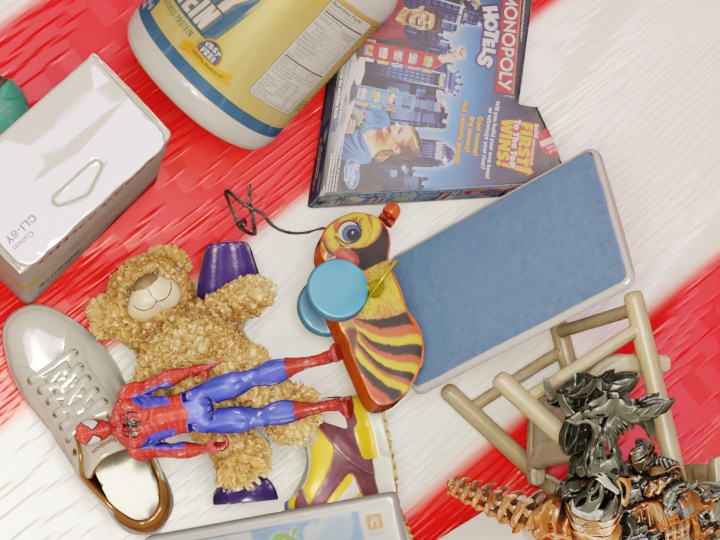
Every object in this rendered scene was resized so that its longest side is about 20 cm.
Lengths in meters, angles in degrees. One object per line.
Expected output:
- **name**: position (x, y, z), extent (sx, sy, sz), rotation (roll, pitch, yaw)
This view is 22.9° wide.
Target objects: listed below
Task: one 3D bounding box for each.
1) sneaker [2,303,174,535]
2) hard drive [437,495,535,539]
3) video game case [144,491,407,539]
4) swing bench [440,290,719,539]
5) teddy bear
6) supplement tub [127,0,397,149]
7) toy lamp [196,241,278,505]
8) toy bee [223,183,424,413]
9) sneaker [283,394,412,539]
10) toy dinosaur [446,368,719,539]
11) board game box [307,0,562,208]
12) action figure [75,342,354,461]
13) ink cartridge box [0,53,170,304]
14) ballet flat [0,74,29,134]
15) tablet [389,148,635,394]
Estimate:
- **sneaker**: position (-0.200, 0.108, 1.339), extent (0.073, 0.085, 0.200), rotation (-35, 89, -10)
- **hard drive**: position (0.111, 0.286, 1.327), extent (0.027, 0.132, 0.201), rotation (-2, 64, -40)
- **video game case**: position (-0.051, 0.272, 1.334), extent (0.199, 0.022, 0.183), rotation (-12, 90, 11)
- **swing bench**: position (0.178, 0.141, 1.344), extent (0.129, 0.199, 0.201), rotation (-30, 90, -12)
- **teddy bear**: position (-0.117, 0.068, 1.319), extent (0.144, 0.067, 0.201), rotation (-26, 81, 10)
- **supplement tub**: position (-0.063, -0.206, 1.339), extent (0.145, 0.145, 0.200), rotation (44, 105, -2)
- **toy lamp**: position (-0.096, 0.078, 1.375), extent (0.058, 0.058, 0.201), rotation (-5, 83, -11)
- **toy bee**: position (0.000, 0.000, 1.354), extent (0.108, 0.131, 0.201), rotation (-32, 103, -16)
- **sneaker**: position (-0.011, 0.198, 1.371), extent (0.090, 0.075, 0.201), rotation (-10, 77, -11)
- **toy dinosaur**: position (0.165, 0.144, 1.197), extent (0.199, 0.102, 0.137), rotation (-3, 101, -32)
- **board game box**: position (0.072, -0.134, 1.429), extent (0.199, 0.062, 0.201), rotation (11, 81, -10)
- **action figure**: position (-0.108, 0.097, 1.271), extent (0.199, 0.052, 0.066), rotation (-13, 93, 8)
- **ink cartridge box**: position (-0.220, -0.062, 1.296), extent (0.145, 0.200, 0.083), rotation (-44, 92, -12)
- **ballet flat**: position (-0.329, -0.067, 1.349), extent (0.200, 0.067, 0.071), rotation (-38, 105, -10)
- **tablet**: position (0.111, 0.001, 1.359), extent (0.199, 0.014, 0.131), rotation (-29, 51, 24)
